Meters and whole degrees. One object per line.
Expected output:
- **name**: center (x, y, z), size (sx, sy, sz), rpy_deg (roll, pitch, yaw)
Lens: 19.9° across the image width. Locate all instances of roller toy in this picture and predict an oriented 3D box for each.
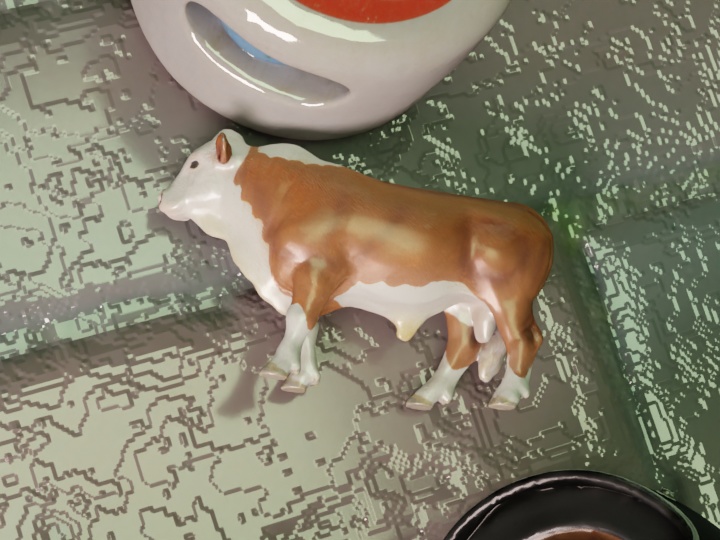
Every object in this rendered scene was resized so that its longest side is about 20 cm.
- **roller toy**: center (-0.013, -0.166, 0.990), size (0.200, 0.140, 0.183), rpy_deg (-17, 82, -20)

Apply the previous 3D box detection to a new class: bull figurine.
- **bull figurine**: center (0.000, 0.000, 0.993), size (0.200, 0.065, 0.122), rpy_deg (8, 78, -12)

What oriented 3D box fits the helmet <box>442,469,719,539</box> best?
- **helmet**: center (0.110, 0.194, 0.908), size (0.200, 0.200, 0.191), rpy_deg (41, 25, -3)
